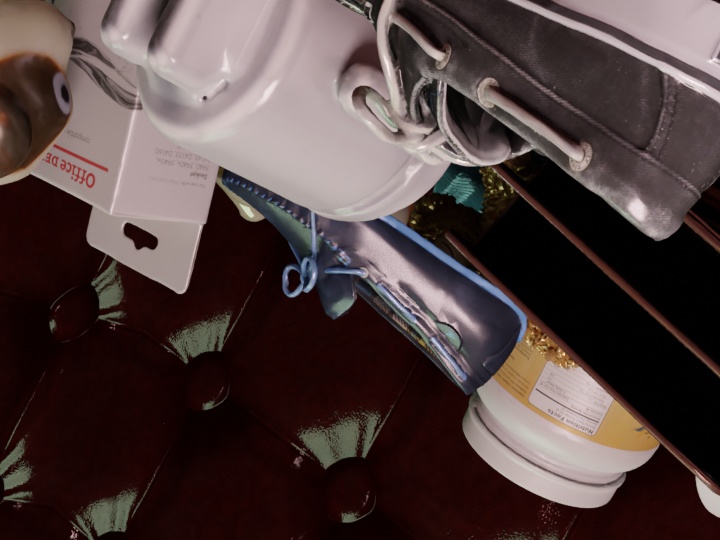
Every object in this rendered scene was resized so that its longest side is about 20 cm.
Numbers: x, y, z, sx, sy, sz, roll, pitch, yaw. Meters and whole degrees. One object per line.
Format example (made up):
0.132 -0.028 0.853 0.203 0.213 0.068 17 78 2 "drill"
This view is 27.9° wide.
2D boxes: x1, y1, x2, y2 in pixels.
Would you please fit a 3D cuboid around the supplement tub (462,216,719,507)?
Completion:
0.166 0.049 1.017 0.144 0.201 0.145 21 -160 -8 "supplement tub"

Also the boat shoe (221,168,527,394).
0.000 0.000 0.833 0.199 0.069 0.084 32 177 6 "boat shoe"

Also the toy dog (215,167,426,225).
-0.034 -0.099 1.075 0.194 0.139 0.201 -29 91 53 "toy dog"

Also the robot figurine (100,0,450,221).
-0.025 -0.092 0.684 0.199 0.114 0.169 25 -173 -47 "robot figurine"

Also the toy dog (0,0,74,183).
-0.238 -0.120 0.727 0.199 0.195 0.139 28 173 -11 "toy dog"

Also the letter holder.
0.142 0.011 0.740 0.200 0.101 0.142 44 -172 18 "letter holder"

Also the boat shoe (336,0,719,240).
0.034 -0.062 0.427 0.073 0.068 0.199 25 -174 -43 "boat shoe"

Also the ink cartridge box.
-0.130 -0.099 0.812 0.066 0.202 0.115 5 -167 -44 "ink cartridge box"

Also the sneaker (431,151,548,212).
0.097 -0.079 1.001 0.076 0.081 0.200 30 165 -5 "sneaker"

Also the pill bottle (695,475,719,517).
0.301 0.126 0.826 0.199 0.115 0.114 15 174 45 "pill bottle"

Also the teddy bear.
0.113 -0.006 0.906 0.199 0.146 0.067 15 -147 21 "teddy bear"
